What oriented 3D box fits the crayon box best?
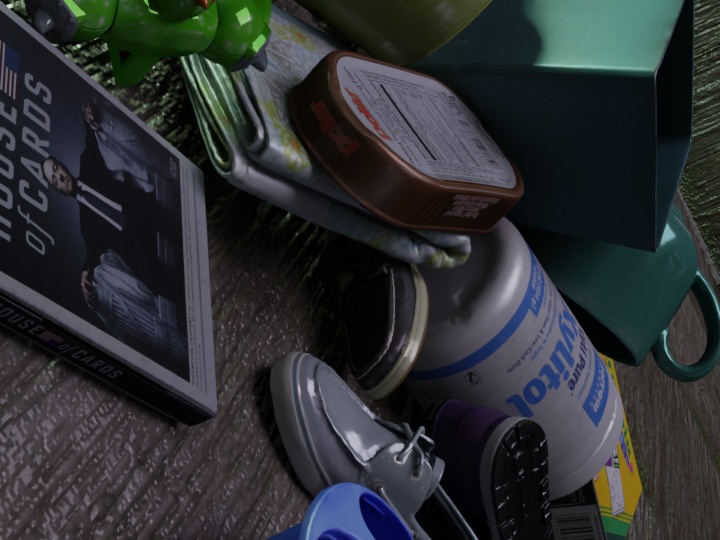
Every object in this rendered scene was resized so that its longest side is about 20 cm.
[{"bbox_3d":[0.198,0.143,1.081,0.172,0.057,0.204,-32,110,-64],"label":"crayon box"}]

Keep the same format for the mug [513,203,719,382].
[{"bbox_3d":[0.201,-0.006,0.951,0.184,0.115,0.152,39,-6,-22],"label":"mug"}]

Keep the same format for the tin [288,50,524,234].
[{"bbox_3d":[0.033,-0.078,0.727,0.112,0.042,0.199,52,25,21],"label":"tin"}]

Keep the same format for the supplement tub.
[{"bbox_3d":[0.099,0.064,0.871,0.200,0.130,0.133,49,28,-37],"label":"supplement tub"}]

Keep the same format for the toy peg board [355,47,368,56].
[{"bbox_3d":[0.121,-0.137,0.991,0.199,0.198,0.099,43,21,-45],"label":"toy peg board"}]

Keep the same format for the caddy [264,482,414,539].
[{"bbox_3d":[0.004,0.202,0.550,0.203,0.104,0.141,68,21,-1],"label":"caddy"}]

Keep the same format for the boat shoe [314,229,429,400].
[{"bbox_3d":[0.000,0.000,0.790,0.064,0.073,0.202,31,30,-24],"label":"boat shoe"}]

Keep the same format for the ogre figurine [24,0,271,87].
[{"bbox_3d":[-0.111,-0.169,0.628,0.199,0.097,0.122,13,63,-59],"label":"ogre figurine"}]

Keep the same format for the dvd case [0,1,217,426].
[{"bbox_3d":[-0.135,-0.031,0.548,0.200,0.024,0.152,42,34,-50],"label":"dvd case"}]

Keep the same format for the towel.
[{"bbox_3d":[-0.028,-0.091,0.746,0.198,0.048,0.173,21,36,-44],"label":"towel"}]

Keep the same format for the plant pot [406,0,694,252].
[{"bbox_3d":[0.128,-0.122,0.855,0.142,0.197,0.143,-59,148,-43],"label":"plant pot"}]

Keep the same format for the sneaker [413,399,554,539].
[{"bbox_3d":[0.079,0.178,0.797,0.075,0.087,0.204,-23,118,-43],"label":"sneaker"}]

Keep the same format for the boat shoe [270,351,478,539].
[{"bbox_3d":[0.019,0.123,0.706,0.202,0.071,0.070,59,23,-23],"label":"boat shoe"}]

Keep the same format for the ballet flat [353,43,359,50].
[{"bbox_3d":[0.036,-0.230,1.077,0.071,0.064,0.202,55,26,-34],"label":"ballet flat"}]

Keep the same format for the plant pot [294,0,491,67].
[{"bbox_3d":[0.003,-0.246,0.791,0.193,0.199,0.202,47,29,-22],"label":"plant pot"}]
